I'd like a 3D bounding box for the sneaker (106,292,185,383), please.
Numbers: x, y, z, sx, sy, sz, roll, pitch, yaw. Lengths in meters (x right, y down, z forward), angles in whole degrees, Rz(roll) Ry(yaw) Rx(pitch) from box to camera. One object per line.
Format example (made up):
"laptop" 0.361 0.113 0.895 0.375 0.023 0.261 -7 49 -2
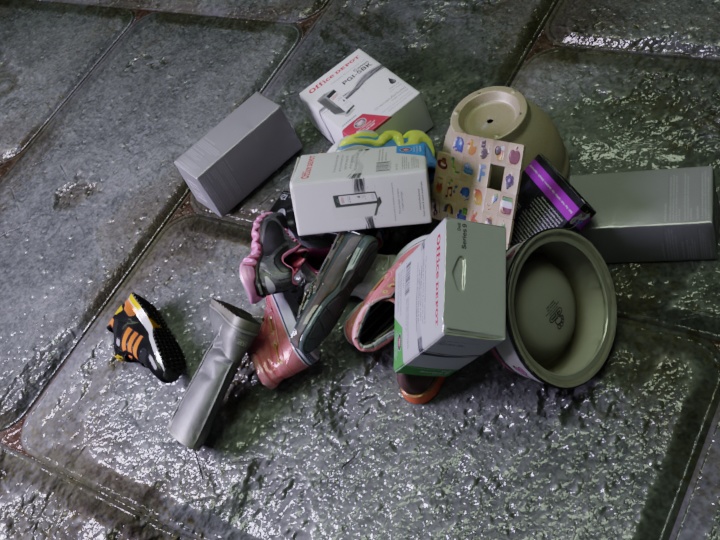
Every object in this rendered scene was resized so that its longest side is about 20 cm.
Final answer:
"sneaker" -0.344 0.125 1.508 0.090 0.070 0.200 -44 46 6

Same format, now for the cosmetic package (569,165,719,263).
"cosmetic package" 0.388 -0.075 1.321 0.198 0.090 0.108 -2 52 26

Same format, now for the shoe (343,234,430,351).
"shoe" 0.058 0.034 1.345 0.200 0.071 0.091 -46 10 -2

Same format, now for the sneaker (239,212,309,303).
"sneaker" -0.117 -0.025 1.430 0.094 0.080 0.201 -13 33 13

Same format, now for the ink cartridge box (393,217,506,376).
"ink cartridge box" 0.108 0.040 1.195 0.083 0.200 0.148 7 71 -13

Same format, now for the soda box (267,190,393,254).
"soda box" -0.051 -0.068 1.522 0.198 0.071 0.064 13 58 33

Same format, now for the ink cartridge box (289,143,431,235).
"ink cartridge box" 0.003 -0.123 1.422 0.197 0.085 0.146 -5 23 6

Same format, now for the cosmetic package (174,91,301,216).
"cosmetic package" -0.211 -0.204 1.674 0.200 0.107 0.090 -44 48 -16

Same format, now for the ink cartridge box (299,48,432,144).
"ink cartridge box" 0.006 -0.280 1.662 0.146 0.083 0.200 -38 48 -8

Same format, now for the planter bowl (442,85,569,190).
"planter bowl" 0.211 -0.193 1.463 0.198 0.135 0.202 -12 49 14

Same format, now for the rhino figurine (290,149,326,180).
"rhino figurine" -0.037 -0.133 1.578 0.199 0.060 0.087 27 63 37

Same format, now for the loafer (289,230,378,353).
"loafer" -0.048 0.027 1.363 0.062 0.072 0.201 25 67 22

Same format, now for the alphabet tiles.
"alphabet tiles" 0.161 -0.108 1.370 0.007 0.169 0.200 1 13 -30

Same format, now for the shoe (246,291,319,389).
"shoe" -0.132 0.087 1.430 0.091 0.072 0.201 -34 41 6

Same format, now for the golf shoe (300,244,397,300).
"golf shoe" 0.000 0.000 1.431 0.198 0.092 0.076 -6 49 18

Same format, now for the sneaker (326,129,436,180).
"sneaker" 0.044 -0.170 1.525 0.198 0.076 0.106 -15 54 -26

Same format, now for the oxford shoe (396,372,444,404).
"oxford shoe" 0.106 0.083 1.325 0.070 0.073 0.201 7 56 29

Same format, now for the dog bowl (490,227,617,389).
"dog bowl" 0.235 0.049 1.222 0.073 0.200 0.201 -9 43 54

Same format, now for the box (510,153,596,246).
"box" 0.223 -0.049 1.342 0.200 0.036 0.143 -48 36 16

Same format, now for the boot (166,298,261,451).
"boot" -0.222 0.150 1.410 0.202 0.072 0.182 -69 16 2
